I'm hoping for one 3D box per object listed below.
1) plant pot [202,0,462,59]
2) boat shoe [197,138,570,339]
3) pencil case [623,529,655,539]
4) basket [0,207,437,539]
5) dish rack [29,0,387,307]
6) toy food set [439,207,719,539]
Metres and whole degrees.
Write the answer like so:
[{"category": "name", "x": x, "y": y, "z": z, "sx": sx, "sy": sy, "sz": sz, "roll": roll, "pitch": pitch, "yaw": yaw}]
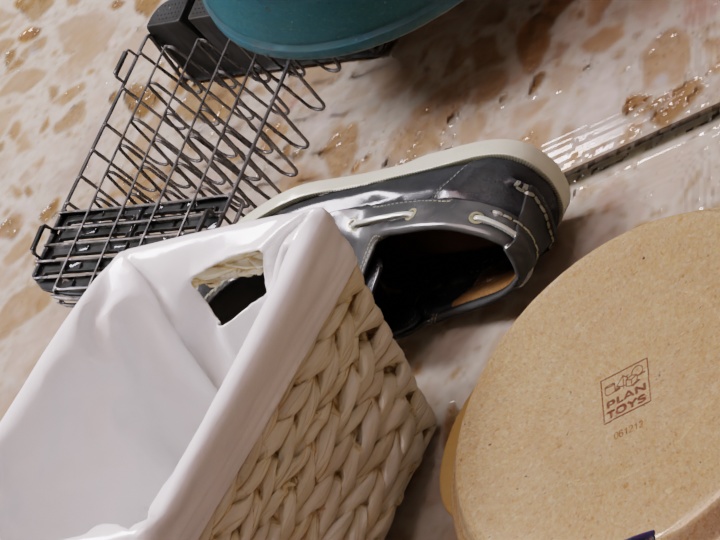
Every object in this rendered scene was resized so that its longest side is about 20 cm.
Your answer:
[{"category": "plant pot", "x": -0.030, "y": -0.236, "z": 1.422, "sx": 0.199, "sy": 0.188, "sz": 0.201, "roll": -18, "pitch": 44, "yaw": 19}, {"category": "boat shoe", "x": 0.000, "y": 0.000, "z": 1.356, "sx": 0.199, "sy": 0.072, "sz": 0.068, "roll": -18, "pitch": 39, "yaw": 33}, {"category": "pencil case", "x": 0.116, "y": 0.188, "z": 1.029, "sx": 0.088, "sy": 0.088, "sz": 0.201, "roll": -28, "pitch": 40, "yaw": 26}, {"category": "basket", "x": -0.068, "y": 0.090, "z": 1.261, "sx": 0.135, "sy": 0.124, "sz": 0.200, "roll": -11, "pitch": 36, "yaw": 37}, {"category": "dish rack", "x": -0.082, "y": -0.061, "z": 1.528, "sx": 0.153, "sy": 0.055, "sz": 0.201, "roll": -5, "pitch": 53, "yaw": 47}, {"category": "toy food set", "x": 0.116, "y": 0.062, "z": 1.187, "sx": 0.200, "sy": 0.049, "sz": 0.198, "roll": -38, "pitch": 35, "yaw": 12}]
